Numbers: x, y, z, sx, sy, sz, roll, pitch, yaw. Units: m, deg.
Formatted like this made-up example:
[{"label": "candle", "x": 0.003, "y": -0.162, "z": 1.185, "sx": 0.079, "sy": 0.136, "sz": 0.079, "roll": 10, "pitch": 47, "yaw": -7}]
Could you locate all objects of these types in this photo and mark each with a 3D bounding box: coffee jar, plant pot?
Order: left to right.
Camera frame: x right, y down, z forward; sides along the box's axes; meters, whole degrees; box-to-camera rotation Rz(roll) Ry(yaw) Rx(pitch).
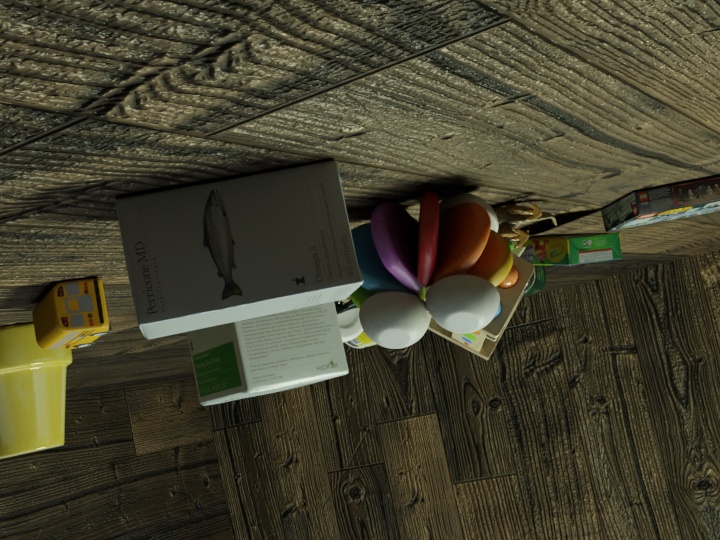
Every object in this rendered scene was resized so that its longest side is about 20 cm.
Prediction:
[{"label": "plant pot", "x": -0.538, "y": 0.191, "z": 1.652, "sx": 0.200, "sy": 0.189, "sz": 0.201, "roll": -13, "pitch": 174, "yaw": -1}, {"label": "coffee jar", "x": 0.286, "y": 0.005, "z": 2.013, "sx": 0.104, "sy": 0.086, "sz": 0.200, "roll": -11, "pitch": 175, "yaw": 16}]

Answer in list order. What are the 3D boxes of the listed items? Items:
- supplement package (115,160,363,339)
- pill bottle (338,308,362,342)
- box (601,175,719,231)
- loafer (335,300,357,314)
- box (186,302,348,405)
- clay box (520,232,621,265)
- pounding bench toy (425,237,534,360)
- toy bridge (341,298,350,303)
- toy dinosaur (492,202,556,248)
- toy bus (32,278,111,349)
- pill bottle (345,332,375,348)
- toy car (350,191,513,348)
[{"label": "supplement package", "x": -0.112, "y": -0.017, "z": 0.978, "sx": 0.199, "sy": 0.117, "sz": 0.117, "roll": -12, "pitch": 174, "yaw": -10}, {"label": "pill bottle", "x": -0.074, "y": 0.091, "z": 1.989, "sx": 0.109, "sy": 0.110, "sz": 0.200, "roll": -9, "pitch": 172, "yaw": -28}, {"label": "box", "x": 0.490, "y": -0.106, "z": 1.645, "sx": 0.199, "sy": 0.040, "sz": 0.137, "roll": -11, "pitch": 172, "yaw": -9}, {"label": "loafer", "x": 0.018, "y": 0.026, "z": 1.831, "sx": 0.200, "sy": 0.068, "sz": 0.070, "roll": -17, "pitch": -169, "yaw": 21}, {"label": "box", "x": -0.162, "y": 0.120, "z": 1.800, "sx": 0.200, "sy": 0.172, "sz": 0.199, "roll": -7, "pitch": 172, "yaw": -33}, {"label": "clay box", "x": 0.315, "y": -0.035, "z": 1.749, "sx": 0.115, "sy": 0.048, "sz": 0.200, "roll": -6, "pitch": -177, "yaw": -30}, {"label": "pounding bench toy", "x": 0.190, "y": 0.004, "z": 1.610, "sx": 0.124, "sy": 0.200, "sz": 0.156, "roll": 28, "pitch": 163, "yaw": 9}, {"label": "toy bridge", "x": 0.000, "y": 0.000, "z": 1.573, "sx": 0.067, "sy": 0.027, "sz": 0.200, "roll": 33, "pitch": 154, "yaw": -16}, {"label": "toy dinosaur", "x": 0.207, "y": -0.072, "z": 1.431, "sx": 0.199, "sy": 0.061, "sz": 0.106, "roll": -4, "pitch": -165, "yaw": -21}, {"label": "toy bus", "x": -0.374, "y": 0.061, "z": 1.381, "sx": 0.078, "sy": 0.065, "sz": 0.200, "roll": -8, "pitch": 172, "yaw": -27}, {"label": "pill bottle", "x": 0.046, "y": 0.087, "z": 2.155, "sx": 0.114, "sy": 0.115, "sz": 0.200, "roll": -7, "pitch": 172, "yaw": -38}, {"label": "toy car", "x": 0.065, "y": -0.019, "z": 1.222, "sx": 0.200, "sy": 0.175, "sz": 0.150, "roll": -14, "pitch": 139, "yaw": 20}]
